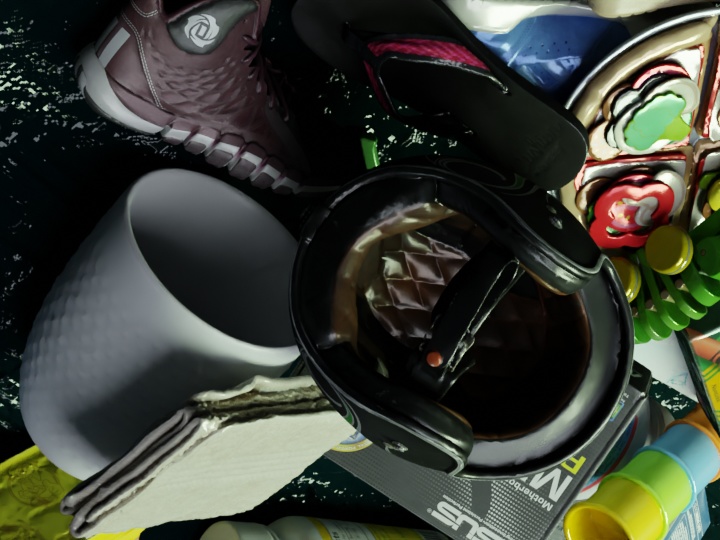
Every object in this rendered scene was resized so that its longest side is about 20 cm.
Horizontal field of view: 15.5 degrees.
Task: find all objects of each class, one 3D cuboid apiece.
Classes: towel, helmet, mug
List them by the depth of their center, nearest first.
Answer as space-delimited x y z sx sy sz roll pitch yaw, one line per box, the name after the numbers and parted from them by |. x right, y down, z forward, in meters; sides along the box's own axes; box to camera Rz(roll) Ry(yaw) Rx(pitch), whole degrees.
0.059 0.027 1.568 0.200 0.200 0.191 -33 161 11 | helmet
-0.084 0.111 1.612 0.132 0.035 0.200 -38 161 25 | towel
-0.116 0.043 1.675 0.175 0.148 0.200 -48 161 31 | mug

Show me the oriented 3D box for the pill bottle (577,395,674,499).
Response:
0.129 0.094 1.829 0.109 0.109 0.200 -43 132 19 | pill bottle

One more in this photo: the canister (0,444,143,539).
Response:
-0.221 0.220 1.802 0.148 0.087 0.200 -29 148 -39 | canister

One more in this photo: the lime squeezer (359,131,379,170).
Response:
0.000 0.000 1.740 0.070 0.038 0.200 5 130 -26 | lime squeezer

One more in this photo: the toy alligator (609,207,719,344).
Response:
0.214 -0.002 1.644 0.200 0.054 0.059 -33 152 31 | toy alligator

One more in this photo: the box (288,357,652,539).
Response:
0.063 0.081 1.708 0.200 0.044 0.160 33 112 0 | box

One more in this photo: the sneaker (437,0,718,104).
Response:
0.125 -0.126 1.638 0.199 0.077 0.111 3 125 -19 | sneaker

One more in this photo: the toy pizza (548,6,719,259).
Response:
0.209 -0.075 1.639 0.200 0.032 0.201 -11 132 -12 | toy pizza

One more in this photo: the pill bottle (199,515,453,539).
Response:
-0.017 0.236 1.903 0.199 0.114 0.114 9 128 -28 | pill bottle

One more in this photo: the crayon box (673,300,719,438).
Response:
0.310 0.025 1.760 0.200 0.051 0.127 -27 137 0 | crayon box

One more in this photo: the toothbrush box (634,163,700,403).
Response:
0.204 -0.016 1.772 0.146 0.085 0.200 -44 133 19 | toothbrush box

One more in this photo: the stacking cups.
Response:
0.218 0.130 1.807 0.200 0.060 0.061 -39 149 -38 | stacking cups

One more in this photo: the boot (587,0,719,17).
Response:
0.217 -0.244 1.572 0.200 0.072 0.167 -17 125 -27 | boot

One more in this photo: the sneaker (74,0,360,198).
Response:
-0.061 -0.120 1.577 0.200 0.076 0.116 18 120 -33 | sneaker

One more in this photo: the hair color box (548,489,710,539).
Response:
0.160 0.221 1.895 0.200 0.100 0.061 -52 145 -30 | hair color box

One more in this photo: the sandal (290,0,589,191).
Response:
0.047 -0.111 1.573 0.200 0.045 0.075 34 126 -3 | sandal
